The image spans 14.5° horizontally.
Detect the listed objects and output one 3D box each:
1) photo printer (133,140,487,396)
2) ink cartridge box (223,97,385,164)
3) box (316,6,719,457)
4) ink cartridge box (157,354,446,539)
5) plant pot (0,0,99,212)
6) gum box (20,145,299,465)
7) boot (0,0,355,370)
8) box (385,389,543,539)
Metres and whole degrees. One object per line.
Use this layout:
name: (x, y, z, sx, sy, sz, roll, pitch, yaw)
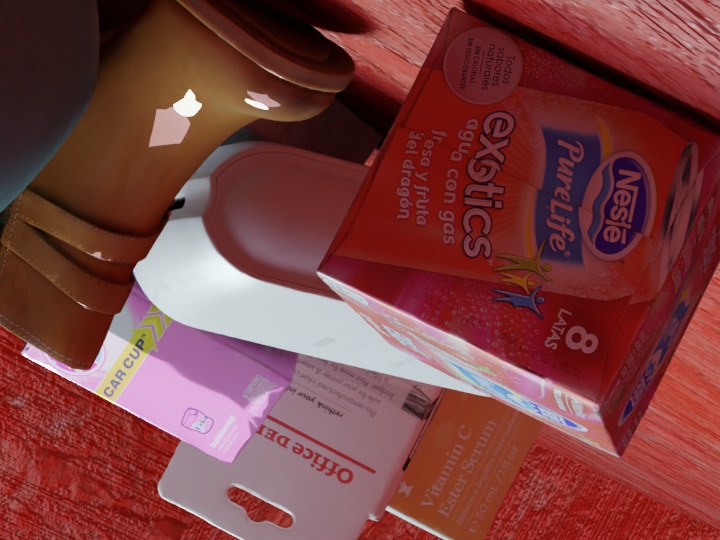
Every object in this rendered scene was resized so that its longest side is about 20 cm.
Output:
photo printer: (0.000, 0.000, 1.230, 0.199, 0.070, 0.166, 14, 169, -13)
ink cartridge box: (-0.096, -0.096, 1.265, 0.196, 0.043, 0.200, 25, 174, 29)
box: (0.060, -0.006, 0.940, 0.099, 0.096, 0.200, 26, 176, 9)
ink cartridge box: (-0.015, 0.058, 1.545, 0.116, 0.200, 0.068, 27, 176, 7)
plant pot: (-0.173, -0.089, 1.022, 0.134, 0.201, 0.200, -13, -163, -26)
gum box: (-0.080, -0.012, 1.383, 0.113, 0.066, 0.200, 29, -146, -11)
boot: (-0.083, -0.035, 1.075, 0.074, 0.155, 0.200, 21, -178, -31)
box: (0.010, 0.058, 1.739, 0.200, 0.153, 0.106, 29, 177, -34)
